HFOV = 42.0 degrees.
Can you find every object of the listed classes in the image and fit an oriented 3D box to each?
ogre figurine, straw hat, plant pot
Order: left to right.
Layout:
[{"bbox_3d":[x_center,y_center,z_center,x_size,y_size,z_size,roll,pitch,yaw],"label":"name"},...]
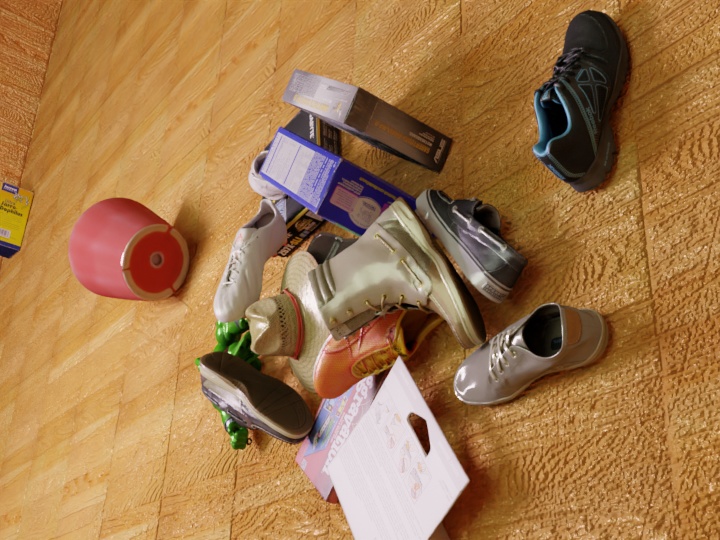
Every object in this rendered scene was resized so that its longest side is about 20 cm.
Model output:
[{"bbox_3d":[-0.425,-0.031,1.774,0.176,0.198,0.205,15,84,48],"label":"plant pot"},{"bbox_3d":[-0.184,0.142,1.368,0.119,0.097,0.204,18,124,60],"label":"ogre figurine"},{"bbox_3d":[-0.110,0.075,1.250,0.200,0.083,0.206,175,90,-65],"label":"straw hat"}]

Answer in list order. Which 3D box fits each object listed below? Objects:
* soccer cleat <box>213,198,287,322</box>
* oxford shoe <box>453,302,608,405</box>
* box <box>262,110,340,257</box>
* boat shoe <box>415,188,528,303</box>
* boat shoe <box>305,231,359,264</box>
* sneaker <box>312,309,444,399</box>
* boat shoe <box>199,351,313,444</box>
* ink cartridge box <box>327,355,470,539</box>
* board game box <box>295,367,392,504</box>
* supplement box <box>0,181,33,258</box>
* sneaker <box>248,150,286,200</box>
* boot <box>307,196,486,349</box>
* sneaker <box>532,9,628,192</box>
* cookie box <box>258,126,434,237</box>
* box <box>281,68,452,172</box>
[{"bbox_3d":[-0.160,-0.015,1.317,0.068,0.079,0.202,3,45,23],"label":"soccer cleat"},{"bbox_3d":[0.155,0.081,0.929,0.199,0.057,0.077,-31,50,48],"label":"oxford shoe"},{"bbox_3d":[-0.093,-0.145,1.446,0.159,0.049,0.204,-39,43,42],"label":"box"},{"bbox_3d":[0.124,-0.047,1.035,0.068,0.071,0.201,-52,32,16],"label":"boat shoe"},{"bbox_3d":[0.000,0.000,1.206,0.073,0.067,0.200,-57,31,3],"label":"boat shoe"},{"bbox_3d":[0.020,0.083,1.088,0.200,0.073,0.078,-44,35,14],"label":"sneaker"},{"bbox_3d":[-0.141,0.178,1.256,0.198,0.072,0.066,32,126,34],"label":"boat shoe"},{"bbox_3d":[0.048,0.226,1.022,0.178,0.044,0.201,-57,34,20],"label":"ink cartridge box"},{"bbox_3d":[-0.016,0.176,1.174,0.103,0.019,0.203,35,102,56],"label":"board game box"},{"bbox_3d":[-1.131,-0.160,2.989,0.108,0.108,0.204,-20,57,50],"label":"supplement box"},{"bbox_3d":[-0.125,-0.149,1.361,0.199,0.098,0.077,7,80,58],"label":"sneaker"},{"bbox_3d":[0.036,0.036,1.027,0.153,0.072,0.202,-36,57,7],"label":"boot"},{"bbox_3d":[0.221,-0.186,0.954,0.073,0.081,0.204,-22,53,51],"label":"sneaker"},{"bbox_3d":[-0.016,-0.096,1.186,0.076,0.169,0.200,-61,32,5],"label":"cookie box"},{"bbox_3d":[0.005,-0.197,1.220,0.199,0.156,0.049,33,99,57],"label":"box"}]
